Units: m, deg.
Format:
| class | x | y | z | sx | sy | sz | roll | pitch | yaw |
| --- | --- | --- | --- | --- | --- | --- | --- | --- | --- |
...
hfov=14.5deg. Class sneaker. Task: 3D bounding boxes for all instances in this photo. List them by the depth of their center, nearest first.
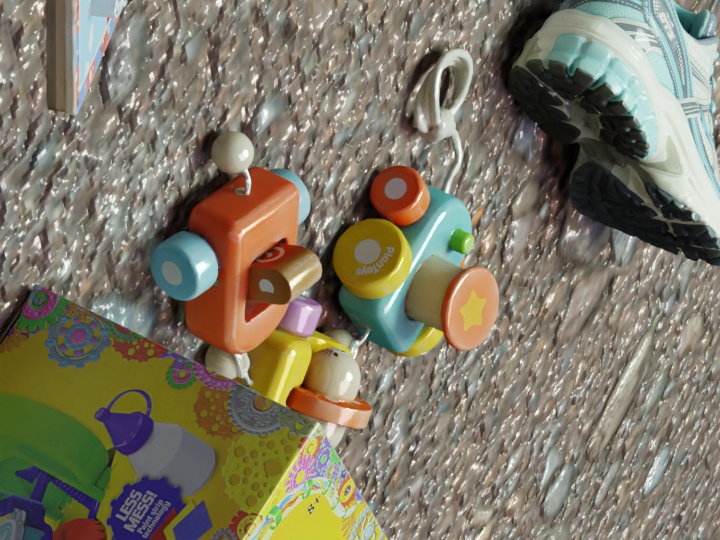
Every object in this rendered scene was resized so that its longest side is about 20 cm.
| class | x | y | z | sx | sy | sz | roll | pitch | yaw |
| --- | --- | --- | --- | --- | --- | --- | --- | --- | --- |
| sneaker | 0.133 | -0.071 | 1.234 | 0.087 | 0.077 | 0.200 | -62 | 154 | -15 |

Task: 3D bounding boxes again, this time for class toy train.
| class | x | y | z | sx | sy | sz | roll | pitch | yaw |
| --- | --- | --- | --- | --- | --- | --- | --- | --- | --- |
| toy train | 0.000 | 0.000 | 1.068 | 0.200 | 0.055 | 0.151 | -33 | 139 | -47 |

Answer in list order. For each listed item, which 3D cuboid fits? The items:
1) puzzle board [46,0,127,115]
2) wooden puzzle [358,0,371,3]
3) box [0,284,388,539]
| class | x | y | z | sx | sy | sz | roll | pitch | yaw |
| --- | --- | --- | --- | --- | --- | --- | --- | --- | --- |
| puzzle board | -0.062 | -0.166 | 0.786 | 0.151 | 0.017 | 0.201 | -74 | 171 | -55 |
| wooden puzzle | 0.060 | -0.181 | 0.947 | 0.199 | 0.037 | 0.185 | -36 | 167 | 1 |
| box | -0.089 | 0.150 | 0.956 | 0.201 | 0.121 | 0.193 | -57 | 151 | -17 |
